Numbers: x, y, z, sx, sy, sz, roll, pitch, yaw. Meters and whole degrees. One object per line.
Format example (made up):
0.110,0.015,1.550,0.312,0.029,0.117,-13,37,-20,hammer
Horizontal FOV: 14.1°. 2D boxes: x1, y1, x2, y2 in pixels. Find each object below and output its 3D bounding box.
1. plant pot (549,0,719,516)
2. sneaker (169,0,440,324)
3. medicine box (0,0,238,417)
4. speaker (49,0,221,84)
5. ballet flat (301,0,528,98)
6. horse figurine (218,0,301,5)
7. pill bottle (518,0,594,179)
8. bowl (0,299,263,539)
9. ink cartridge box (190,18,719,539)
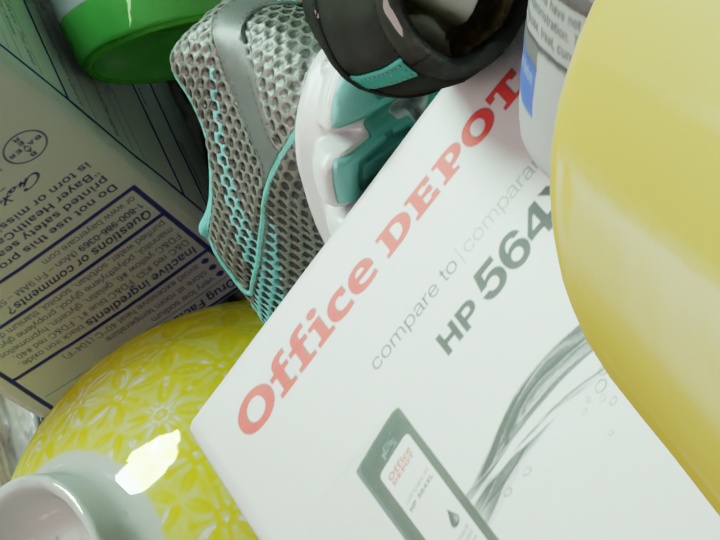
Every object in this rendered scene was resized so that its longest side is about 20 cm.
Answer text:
0.128,-0.002,0.469,0.189,0.200,0.202,-146,53,-62,plant pot
0.000,0.000,0.811,0.091,0.078,0.201,28,143,36,sneaker
-0.149,-0.075,1.006,0.200,0.103,0.183,42,-162,-55,medicine box
-0.077,-0.168,0.967,0.088,0.088,0.201,-32,69,62,speaker
0.052,-0.128,0.671,0.201,0.068,0.068,-66,18,5,ballet flat
0.024,-0.116,0.778,0.132,0.050,0.201,31,127,34,horse figurine
0.097,-0.113,0.591,0.114,0.113,0.201,43,135,52,pill bottle
-0.061,0.104,0.920,0.199,0.107,0.202,-6,81,47,bowl
0.063,0.052,0.676,0.146,0.084,0.200,-52,43,12,ink cartridge box
